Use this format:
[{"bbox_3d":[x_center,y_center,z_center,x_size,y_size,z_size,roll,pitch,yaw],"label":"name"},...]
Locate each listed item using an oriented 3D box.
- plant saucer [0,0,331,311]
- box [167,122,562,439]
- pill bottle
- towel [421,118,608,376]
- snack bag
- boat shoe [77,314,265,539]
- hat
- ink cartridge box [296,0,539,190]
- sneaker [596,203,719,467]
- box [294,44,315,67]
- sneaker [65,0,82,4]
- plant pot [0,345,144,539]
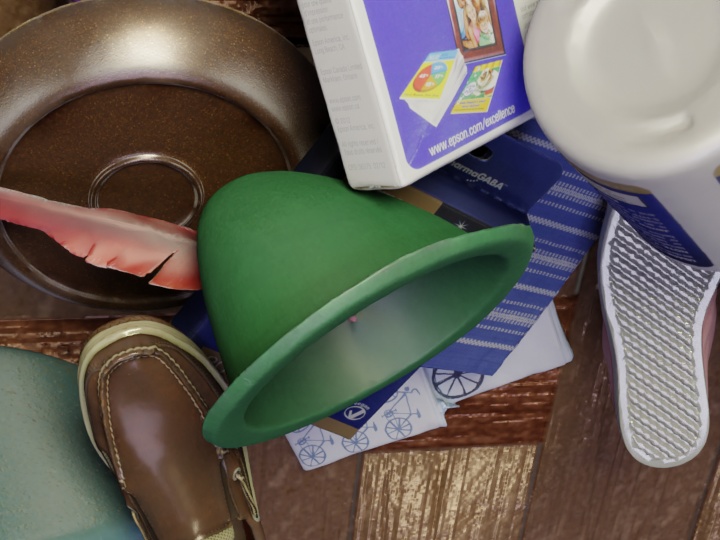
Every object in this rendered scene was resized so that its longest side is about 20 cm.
[{"bbox_3d":[-0.106,-0.044,0.744,0.198,0.032,0.201,-7,137,-6],"label":"plant saucer"},{"bbox_3d":[0.000,0.000,0.763,0.120,0.033,0.200,24,125,-26],"label":"box"},{"bbox_3d":[0.163,-0.067,0.700,0.119,0.120,0.200,-33,151,15],"label":"pill bottle"},{"bbox_3d":[0.085,-0.023,0.854,0.144,0.024,0.201,9,122,-51],"label":"towel"},{"bbox_3d":[0.026,0.030,0.932,0.198,0.022,0.190,-19,129,4],"label":"snack bag"},{"bbox_3d":[-0.084,0.113,0.775,0.074,0.075,0.203,-24,129,-4],"label":"boat shoe"},{"bbox_3d":[-0.045,-0.033,0.692,0.199,0.177,0.166,-19,158,-39],"label":"hat"},{"bbox_3d":[0.043,-0.162,0.676,0.197,0.043,0.202,-29,112,-43],"label":"ink cartridge box"},{"bbox_3d":[0.177,0.006,0.908,0.074,0.105,0.202,0,113,7],"label":"sneaker"},{"bbox_3d":[-0.050,-0.069,0.804,0.198,0.069,0.083,-3,132,-9],"label":"box"},{"bbox_3d":[-0.128,-0.178,0.691,0.080,0.089,0.201,-22,128,9],"label":"sneaker"},{"bbox_3d":[-0.212,0.161,0.887,0.198,0.196,0.198,-11,132,-27],"label":"plant pot"}]
